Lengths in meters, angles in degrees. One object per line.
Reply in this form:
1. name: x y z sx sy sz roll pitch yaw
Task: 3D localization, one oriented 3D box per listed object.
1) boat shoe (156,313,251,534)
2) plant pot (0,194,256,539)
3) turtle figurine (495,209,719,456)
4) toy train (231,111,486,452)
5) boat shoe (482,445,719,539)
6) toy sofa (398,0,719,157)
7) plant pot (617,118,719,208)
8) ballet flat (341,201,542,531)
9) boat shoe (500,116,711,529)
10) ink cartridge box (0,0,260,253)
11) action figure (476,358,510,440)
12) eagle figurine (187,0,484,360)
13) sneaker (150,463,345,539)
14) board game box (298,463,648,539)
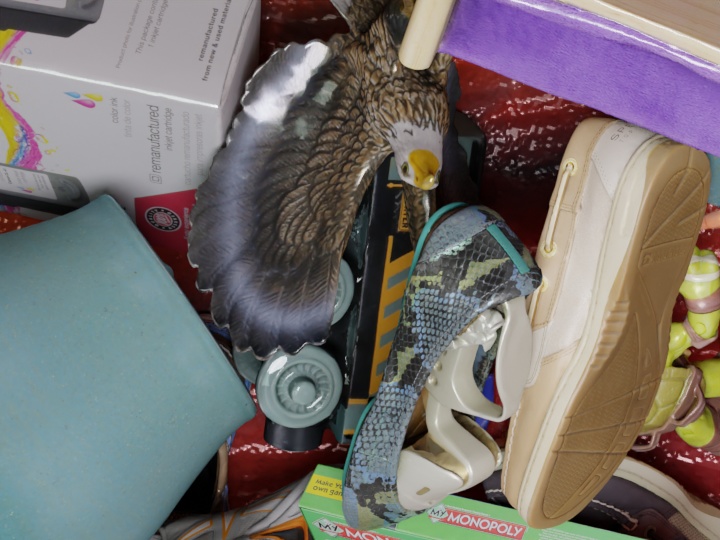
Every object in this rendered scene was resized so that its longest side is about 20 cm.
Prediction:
1. boat shoe: -0.107 0.125 1.498 0.072 0.072 0.201 11 109 6
2. plant pot: -0.162 0.066 1.362 0.188 0.200 0.200 -35 100 -5
3. turtle figurine: 0.156 0.051 1.385 0.161 0.064 0.200 11 132 -42
4. toy train: 0.000 0.000 1.431 0.114 0.085 0.201 1 108 -16
5. boat shoe: 0.134 0.140 1.415 0.072 0.200 0.065 -9 64 39
6. toy sofa: 0.121 -0.093 1.194 0.200 0.098 0.083 21 128 2
7. plant pot: 0.219 -0.128 1.310 0.196 0.196 0.200 23 120 1
8. ballet flat: 0.040 0.062 1.291 0.074 0.074 0.200 16 130 4
9. boat shoe: 0.103 0.022 1.304 0.069 0.074 0.200 31 111 36
10. ink cartridge box: -0.155 -0.093 1.395 0.199 0.086 0.148 11 150 4
11. action figure: 0.075 0.070 1.459 0.052 0.065 0.200 39 112 19
12. eagle figurine: 0.015 -0.058 1.321 0.151 0.151 0.200 26 118 13
13. sneaker: -0.066 0.144 1.438 0.092 0.200 0.076 7 105 23
14. board game box: 0.077 0.165 1.405 0.200 0.029 0.135 12 147 24
